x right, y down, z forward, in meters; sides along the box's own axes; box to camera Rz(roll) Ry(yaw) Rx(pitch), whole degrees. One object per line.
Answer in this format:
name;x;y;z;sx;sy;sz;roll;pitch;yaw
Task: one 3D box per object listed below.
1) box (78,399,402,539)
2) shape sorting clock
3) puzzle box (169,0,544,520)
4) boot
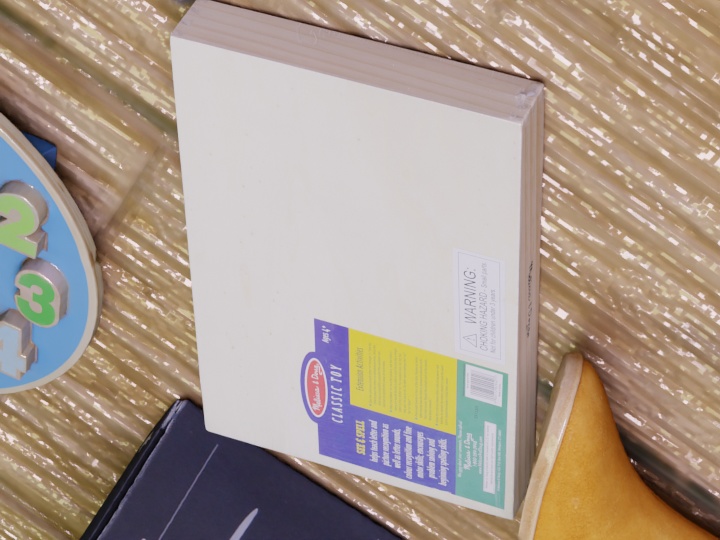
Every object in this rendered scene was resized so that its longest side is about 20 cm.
box;-0.038;0.175;1.076;0.200;0.148;0.104;34;139;-1
shape sorting clock;-0.193;-0.022;1.058;0.199;0.039;0.201;16;136;17
puzzle box;0.000;0.000;0.977;0.132;0.025;0.201;15;136;17
boot;0.131;0.115;0.988;0.143;0.071;0.202;11;138;12
